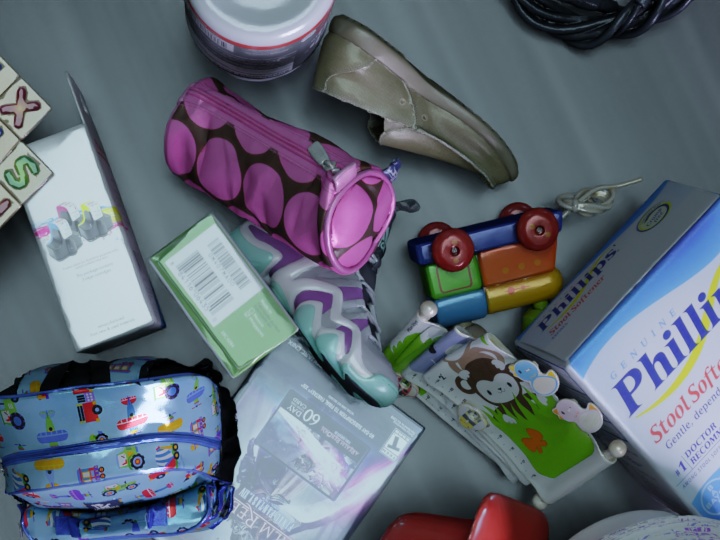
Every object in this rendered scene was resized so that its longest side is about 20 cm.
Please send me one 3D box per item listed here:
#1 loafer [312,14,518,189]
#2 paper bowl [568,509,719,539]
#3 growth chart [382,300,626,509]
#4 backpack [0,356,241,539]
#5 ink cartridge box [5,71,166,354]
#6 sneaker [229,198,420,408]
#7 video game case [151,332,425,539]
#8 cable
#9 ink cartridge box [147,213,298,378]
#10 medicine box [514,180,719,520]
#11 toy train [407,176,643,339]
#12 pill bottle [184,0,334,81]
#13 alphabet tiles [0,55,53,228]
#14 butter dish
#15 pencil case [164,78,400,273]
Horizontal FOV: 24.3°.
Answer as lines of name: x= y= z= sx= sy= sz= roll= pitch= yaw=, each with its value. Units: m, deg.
loafer: x=0.041 y=-0.123 z=1.338 sx=0.199 sy=0.076 sz=0.068 roll=37 pitch=97 yaw=-17
paper bowl: x=0.211 y=0.263 z=1.272 sx=0.199 sy=0.105 sz=0.202 roll=-12 pitch=132 yaw=-13
growth chart: x=0.103 y=0.104 z=1.299 sx=0.199 sy=0.145 sz=0.018 roll=38 pitch=52 yaw=6
backpack: x=-0.184 y=0.132 z=1.233 sx=0.180 sy=0.200 sz=0.136 roll=-6 pitch=81 yaw=0
ink cartridge box: x=-0.217 y=-0.041 z=1.294 sx=0.067 sy=0.115 sz=0.202 roll=-20 pitch=87 yaw=-4
sneaker: x=0.000 y=0.000 z=1.303 sx=0.140 sy=0.078 sz=0.200 roll=-38 pitch=64 yaw=-8
video game case: x=-0.062 y=0.166 z=1.344 sx=0.142 sy=0.019 sz=0.201 roll=36 pitch=83 yaw=-2
cable: x=0.212 y=-0.264 z=1.345 sx=0.198 sy=0.051 sz=0.164 roll=-15 pitch=115 yaw=7
ink cartridge box: x=-0.104 y=0.021 z=1.257 sx=0.059 sy=0.200 sz=0.104 roll=-36 pitch=90 yaw=-6
medicine box: x=0.257 y=0.066 z=1.312 sx=0.182 sy=0.103 sz=0.200 roll=-46 pitch=110 yaw=-7
toy train: x=0.145 y=0.004 z=1.347 sx=0.198 sy=0.085 sz=0.117 roll=-13 pitch=98 yaw=-6
pill bottle: x=-0.078 y=-0.210 z=1.276 sx=0.114 sy=0.200 sz=0.117 roll=0 pitch=86 yaw=-5
alphabet tiles: x=-0.330 y=-0.082 z=1.225 sx=0.166 sy=0.006 sz=0.200 roll=45 pitch=87 yaw=-4
butter dish: x=0.046 y=0.259 z=1.284 sx=0.146 sy=0.200 sz=0.201 roll=14 pitch=83 yaw=23
pencil case: x=-0.065 y=-0.079 z=1.269 sx=0.199 sy=0.094 sz=0.091 roll=27 pitch=71 yaw=34
